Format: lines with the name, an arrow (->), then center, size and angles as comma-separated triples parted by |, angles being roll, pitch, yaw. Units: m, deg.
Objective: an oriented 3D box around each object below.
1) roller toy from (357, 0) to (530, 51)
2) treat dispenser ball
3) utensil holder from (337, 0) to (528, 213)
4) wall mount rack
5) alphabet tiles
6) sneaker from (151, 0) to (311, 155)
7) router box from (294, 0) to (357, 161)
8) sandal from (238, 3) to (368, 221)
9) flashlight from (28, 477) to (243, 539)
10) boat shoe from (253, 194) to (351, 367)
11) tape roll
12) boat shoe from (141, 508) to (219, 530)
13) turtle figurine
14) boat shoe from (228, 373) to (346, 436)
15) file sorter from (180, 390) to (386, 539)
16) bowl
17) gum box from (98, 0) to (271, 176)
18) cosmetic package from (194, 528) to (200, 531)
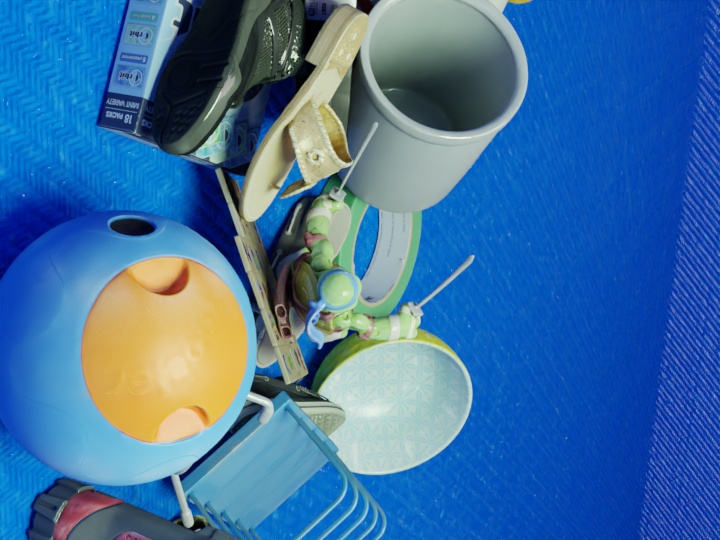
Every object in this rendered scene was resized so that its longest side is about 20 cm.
roller toy -> 0.082, -0.337, 1.112 | 0.183, 0.199, 0.141 | 49, 57, -41
treat dispenser ball -> -0.177, 0.057, 0.787 | 0.201, 0.199, 0.203 | -34, 131, -52
utensil holder -> 0.061, -0.170, 1.094 | 0.171, 0.169, 0.200 | -64, -178, -22
wall mount rack -> -0.143, 0.123, 0.948 | 0.174, 0.074, 0.201 | -50, -150, 29
alphabet tiles -> -0.092, 0.006, 0.981 | 0.167, 0.007, 0.202 | 47, 23, -86
sneaker -> -0.097, -0.165, 0.876 | 0.114, 0.076, 0.201 | 48, 54, -50
router box -> -0.035, -0.220, 1.004 | 0.149, 0.050, 0.202 | -101, -165, -66
sandal -> -0.033, -0.118, 0.915 | 0.213, 0.069, 0.078 | -62, 165, 16
flashlight -> -0.178, 0.229, 0.859 | 0.068, 0.198, 0.068 | -35, 132, -50
boat shoe -> -0.076, 0.009, 1.124 | 0.201, 0.057, 0.067 | -62, 146, -16
tape roll -> 0.008, -0.034, 1.257 | 0.200, 0.048, 0.202 | -36, 132, -53
boat shoe -> -0.167, 0.274, 1.039 | 0.201, 0.072, 0.061 | 33, 78, -57
turtle figurine -> 0.000, 0.000, 1.003 | 0.201, 0.143, 0.194 | -63, -169, -14
boat shoe -> -0.082, 0.148, 1.135 | 0.075, 0.062, 0.199 | -43, 149, 17
file sorter -> -0.068, 0.240, 1.076 | 0.139, 0.123, 0.200 | -40, 154, -6
bowl -> 0.025, 0.135, 1.276 | 0.108, 0.198, 0.202 | -113, -167, -55
gum box -> -0.135, -0.199, 0.921 | 0.170, 0.044, 0.202 | 15, 87, -63
cosmetic package -> -0.205, 0.309, 0.902 | 0.199, 0.085, 0.109 | -10, 112, -35
